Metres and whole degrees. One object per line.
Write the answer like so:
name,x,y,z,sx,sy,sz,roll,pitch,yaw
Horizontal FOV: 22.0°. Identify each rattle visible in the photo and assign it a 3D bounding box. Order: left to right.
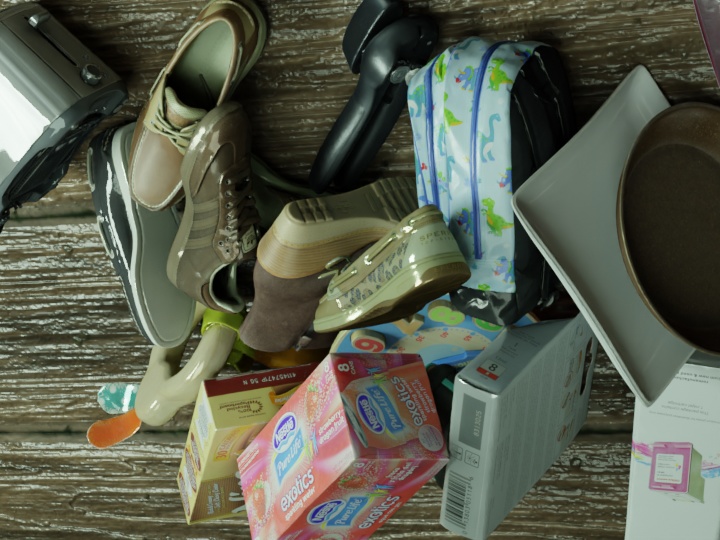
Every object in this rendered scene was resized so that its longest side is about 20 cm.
rattle,-0.142,0.106,1.719,0.142,0.130,0.201,20,112,-41

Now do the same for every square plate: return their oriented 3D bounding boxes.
square plate,0.217,-0.029,1.453,0.028,0.200,0.199,-19,111,52

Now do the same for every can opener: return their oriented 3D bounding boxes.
can opener,0.011,-0.139,1.546,0.063,0.079,0.201,-2,136,-27

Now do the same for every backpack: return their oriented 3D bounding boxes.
backpack,0.112,-0.086,1.477,0.153,0.163,0.201,21,127,26

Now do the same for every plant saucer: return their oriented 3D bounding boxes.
plant saucer,0.266,-0.030,1.448,0.201,0.201,0.037,51,146,-17

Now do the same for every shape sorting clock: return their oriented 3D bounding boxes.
shape sorting clock,0.070,0.084,1.639,0.198,0.039,0.201,-6,141,-4

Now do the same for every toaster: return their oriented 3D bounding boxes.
toaster,-0.304,-0.137,1.607,0.129,0.114,0.200,48,125,3

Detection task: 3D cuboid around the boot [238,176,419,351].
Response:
boot,0.000,0.000,1.597,0.198,0.073,0.167,-2,140,-20

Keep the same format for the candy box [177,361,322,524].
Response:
candy box,-0.098,0.161,1.704,0.114,0.056,0.200,-7,151,-18

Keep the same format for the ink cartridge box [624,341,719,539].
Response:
ink cartridge box,0.277,0.119,1.558,0.084,0.145,0.201,9,124,13

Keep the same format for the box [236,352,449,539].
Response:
box,-0.019,0.160,1.579,0.094,0.103,0.200,4,147,-29

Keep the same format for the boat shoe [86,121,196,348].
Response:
boat shoe,-0.199,-0.029,1.645,0.060,0.074,0.202,-9,97,42

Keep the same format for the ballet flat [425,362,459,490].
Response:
ballet flat,0.092,0.155,1.637,0.068,0.068,0.200,28,161,28

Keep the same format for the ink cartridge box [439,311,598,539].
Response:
ink cartridge box,0.140,0.111,1.577,0.050,0.200,0.163,20,128,23

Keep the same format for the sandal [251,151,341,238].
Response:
sandal,-0.073,-0.045,1.625,0.200,0.058,0.080,26,128,-5

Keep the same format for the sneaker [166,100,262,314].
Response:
sneaker,-0.109,-0.051,1.566,0.075,0.070,0.201,34,135,21

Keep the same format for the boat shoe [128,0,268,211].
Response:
boat shoe,-0.147,-0.140,1.553,0.075,0.074,0.201,28,111,3

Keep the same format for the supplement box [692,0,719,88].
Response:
supplement box,0.351,-0.209,1.340,0.199,0.111,0.086,-11,118,25

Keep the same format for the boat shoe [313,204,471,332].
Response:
boat shoe,0.021,0.004,1.485,0.200,0.073,0.063,-28,75,54
